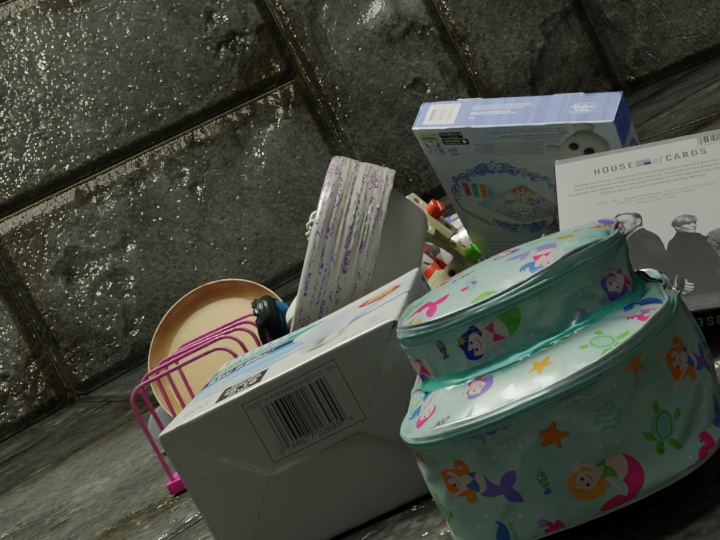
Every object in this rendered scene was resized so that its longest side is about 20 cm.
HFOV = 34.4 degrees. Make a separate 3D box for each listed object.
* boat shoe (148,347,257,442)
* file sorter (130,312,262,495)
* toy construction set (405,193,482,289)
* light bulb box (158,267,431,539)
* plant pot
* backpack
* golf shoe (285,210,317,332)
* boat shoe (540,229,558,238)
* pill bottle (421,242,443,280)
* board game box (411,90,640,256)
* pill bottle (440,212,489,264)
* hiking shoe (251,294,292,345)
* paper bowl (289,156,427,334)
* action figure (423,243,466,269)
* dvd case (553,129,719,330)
[{"bbox_3d":[-0.177,0.164,1.522,0.202,0.075,0.086,-34,-5,6],"label":"boat shoe"},{"bbox_3d":[-0.157,0.137,1.301,0.139,0.126,0.200,-26,5,8],"label":"file sorter"},{"bbox_3d":[0.063,0.014,1.234,0.092,0.131,0.200,-17,-35,-40],"label":"toy construction set"},{"bbox_3d":[-0.018,0.108,0.890,0.198,0.125,0.200,-27,6,10],"label":"light bulb box"},{"bbox_3d":[-0.171,0.108,1.468,0.200,0.200,0.027,-27,-28,3],"label":"plant pot"},{"bbox_3d":[0.106,0.063,0.644,0.177,0.151,0.200,-25,10,14],"label":"backpack"},{"bbox_3d":[-0.034,-0.014,1.284,0.200,0.088,0.077,-53,-5,-26],"label":"golf shoe"},{"bbox_3d":[0.178,0.025,1.061,0.200,0.072,0.060,-68,-1,-65],"label":"boat shoe"},{"bbox_3d":[0.062,0.018,1.411,0.116,0.116,0.200,-25,6,23],"label":"pill bottle"},{"bbox_3d":[0.177,-0.086,1.123,0.200,0.199,0.043,2,53,30],"label":"board game box"},{"bbox_3d":[0.201,-0.048,1.360,0.200,0.114,0.114,-25,6,21],"label":"pill bottle"},{"bbox_3d":[-0.056,0.067,1.339,0.087,0.075,0.200,-25,-28,13],"label":"hiking shoe"},{"bbox_3d":[0.000,0.000,1.097,0.104,0.201,0.201,14,6,-1],"label":"paper bowl"},{"bbox_3d":[0.141,-0.031,1.285,0.200,0.099,0.065,-59,-2,13],"label":"action figure"},{"bbox_3d":[0.222,-0.029,0.858,0.150,0.025,0.200,-9,39,14],"label":"dvd case"}]
